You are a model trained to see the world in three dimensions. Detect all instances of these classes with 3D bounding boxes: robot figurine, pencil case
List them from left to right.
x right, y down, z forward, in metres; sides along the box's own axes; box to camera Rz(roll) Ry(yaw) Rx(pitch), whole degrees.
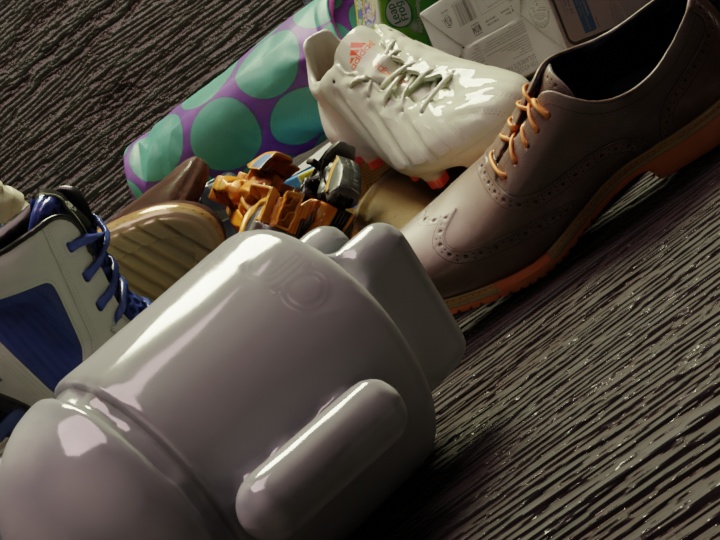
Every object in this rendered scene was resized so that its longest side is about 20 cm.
[{"bbox_3d":[-0.051,0.065,0.680,0.200,0.113,0.169,-42,17,-27],"label":"robot figurine"},{"bbox_3d":[-0.053,-0.002,0.990,0.200,0.058,0.146,-172,103,-76],"label":"robot figurine"},{"bbox_3d":[-0.065,-0.101,1.268,0.199,0.092,0.085,-33,28,20],"label":"pencil case"}]

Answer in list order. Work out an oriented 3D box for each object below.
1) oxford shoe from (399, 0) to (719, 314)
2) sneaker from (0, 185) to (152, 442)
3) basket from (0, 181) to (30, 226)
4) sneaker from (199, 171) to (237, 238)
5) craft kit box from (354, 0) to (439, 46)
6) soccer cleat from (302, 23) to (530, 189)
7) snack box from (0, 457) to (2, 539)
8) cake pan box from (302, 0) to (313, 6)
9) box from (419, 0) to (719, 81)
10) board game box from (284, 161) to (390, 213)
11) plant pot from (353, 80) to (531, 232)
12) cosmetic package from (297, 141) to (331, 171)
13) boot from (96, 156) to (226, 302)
[{"bbox_3d":[0.079,-0.055,0.831,0.199,0.073,0.071,-37,43,4],"label":"oxford shoe"},{"bbox_3d":[-0.119,0.025,0.844,0.081,0.197,0.116,-102,23,-74],"label":"sneaker"},{"bbox_3d":[-0.273,-0.005,1.068,0.139,0.199,0.178,1,69,64],"label":"basket"},{"bbox_3d":[-0.082,-0.016,1.247,0.074,0.081,0.200,-40,-3,-21],"label":"sneaker"},{"bbox_3d":[0.084,-0.233,1.137,0.195,0.202,0.048,-6,-3,-23],"label":"craft kit box"},{"bbox_3d":[0.022,-0.091,0.968,0.069,0.078,0.200,-37,19,-18],"label":"soccer cleat"},{"bbox_3d":[-0.175,0.143,0.912,0.168,0.068,0.200,-35,8,12],"label":"snack box"},{"bbox_3d":[0.063,-0.215,1.397,0.200,0.185,0.052,-40,14,-24],"label":"cake pan box"},{"bbox_3d":[0.146,-0.161,1.041,0.199,0.061,0.116,-24,1,-32],"label":"box"},{"bbox_3d":[0.037,-0.079,1.175,0.152,0.041,0.200,-30,5,-13],"label":"board game box"},{"bbox_3d":[0.070,-0.052,0.957,0.199,0.028,0.200,-28,19,10],"label":"plant pot"},{"bbox_3d":[-0.055,-0.036,1.382,0.199,0.051,0.083,-37,7,3],"label":"cosmetic package"},{"bbox_3d":[-0.117,-0.017,0.998,0.200,0.072,0.167,-39,18,39],"label":"boot"}]
